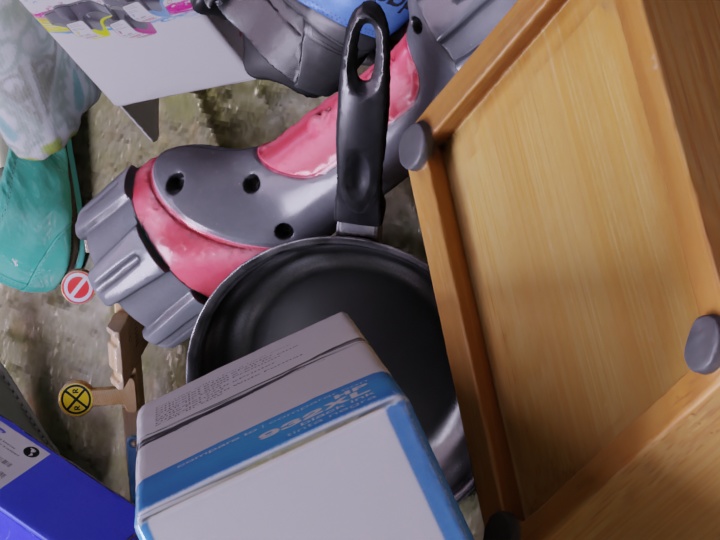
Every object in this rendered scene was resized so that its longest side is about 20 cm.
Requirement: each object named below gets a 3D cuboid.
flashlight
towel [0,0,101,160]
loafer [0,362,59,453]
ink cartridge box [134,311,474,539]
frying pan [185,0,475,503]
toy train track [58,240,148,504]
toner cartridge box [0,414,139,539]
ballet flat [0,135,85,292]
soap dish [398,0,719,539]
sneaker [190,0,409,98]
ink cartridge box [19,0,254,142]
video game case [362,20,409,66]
[{"bbox_3d":[-0.012,-0.051,0.966,0.200,0.068,0.068,-38,50,26],"label":"flashlight"},{"bbox_3d":[-0.137,-0.169,1.135,0.048,0.172,0.200,-11,32,19],"label":"towel"},{"bbox_3d":[-0.152,0.102,1.224,0.200,0.070,0.070,60,137,35],"label":"loafer"},{"bbox_3d":[-0.002,0.102,0.821,0.146,0.083,0.200,64,178,-7],"label":"ink cartridge box"},{"bbox_3d":[-0.016,0.005,0.948,0.031,0.114,0.191,-64,-42,-65],"label":"frying pan"},{"bbox_3d":[-0.104,0.070,1.129,0.115,0.032,0.201,-81,-13,-82],"label":"toy train track"},{"bbox_3d":[-0.141,0.161,1.122,0.095,0.043,0.201,32,132,25],"label":"toner cartridge box"},{"bbox_3d":[-0.171,-0.086,1.303,0.067,0.070,0.201,-39,50,50],"label":"ballet flat"},{"bbox_3d":[0.087,-0.005,0.827,0.157,0.081,0.201,-48,43,44],"label":"soap dish"},{"bbox_3d":[-0.033,-0.152,1.040,0.111,0.076,0.201,-49,49,29],"label":"sneaker"},{"bbox_3d":[-0.091,-0.145,1.083,0.067,0.200,0.116,-9,64,17],"label":"ink cartridge box"},{"bbox_3d":[0.004,-0.181,1.078,0.143,0.017,0.201,12,94,60],"label":"video game case"}]
